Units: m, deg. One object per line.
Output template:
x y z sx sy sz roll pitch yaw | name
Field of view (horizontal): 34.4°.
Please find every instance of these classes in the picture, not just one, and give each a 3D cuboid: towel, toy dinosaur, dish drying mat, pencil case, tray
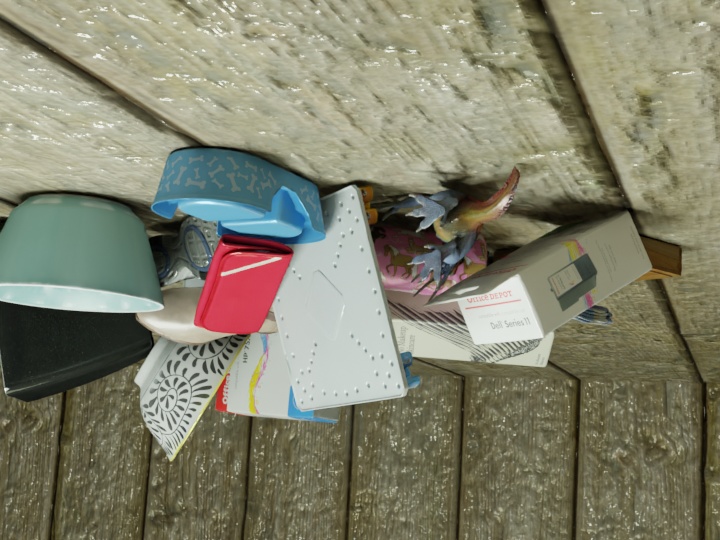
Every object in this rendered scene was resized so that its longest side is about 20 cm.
0.220 0.030 1.479 0.146 0.024 0.199 23 -173 37 | towel
0.097 -0.032 1.115 0.198 0.106 0.181 -14 -177 27 | toy dinosaur
-0.124 0.020 1.203 0.076 0.018 0.200 6 152 -13 | dish drying mat
0.039 -0.012 1.258 0.197 0.087 0.083 5 128 -11 | pencil case
0.259 -0.007 1.348 0.098 0.038 0.199 11 169 -39 | tray

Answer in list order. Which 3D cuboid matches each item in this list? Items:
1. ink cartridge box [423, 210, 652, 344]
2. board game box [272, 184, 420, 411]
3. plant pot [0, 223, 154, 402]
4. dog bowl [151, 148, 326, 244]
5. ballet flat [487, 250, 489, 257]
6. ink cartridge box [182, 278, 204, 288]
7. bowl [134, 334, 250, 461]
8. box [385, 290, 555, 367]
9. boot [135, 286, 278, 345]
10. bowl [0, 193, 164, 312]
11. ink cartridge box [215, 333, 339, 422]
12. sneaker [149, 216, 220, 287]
0.173 0.016 1.141 0.199 0.068 0.117 -27 -173 -29 | ink cartridge box
-0.026 0.033 1.164 0.026 0.203 0.199 -12 177 -35 | board game box
-0.352 0.046 1.446 0.175 0.202 0.200 -8 173 -11 | plant pot
-0.107 -0.066 1.073 0.110 0.050 0.199 -2 170 28 | dog bowl
0.088 0.017 1.416 0.046 0.068 0.200 42 145 -7 | ballet flat
-0.125 0.024 1.515 0.144 0.085 0.200 0 170 15 | ink cartridge box
-0.218 0.125 1.444 0.094 0.202 0.201 32 168 -3 | bowl
0.120 0.056 1.331 0.197 0.069 0.083 3 145 3 | box
-0.144 0.036 1.318 0.198 0.071 0.146 3 163 -21 | boot
-0.307 -0.019 1.255 0.198 0.107 0.201 3 170 1 | bowl
-0.123 0.136 1.556 0.198 0.118 0.067 0 169 30 | ink cartridge box
-0.170 -0.027 1.330 0.086 0.076 0.199 -11 -176 -36 | sneaker
